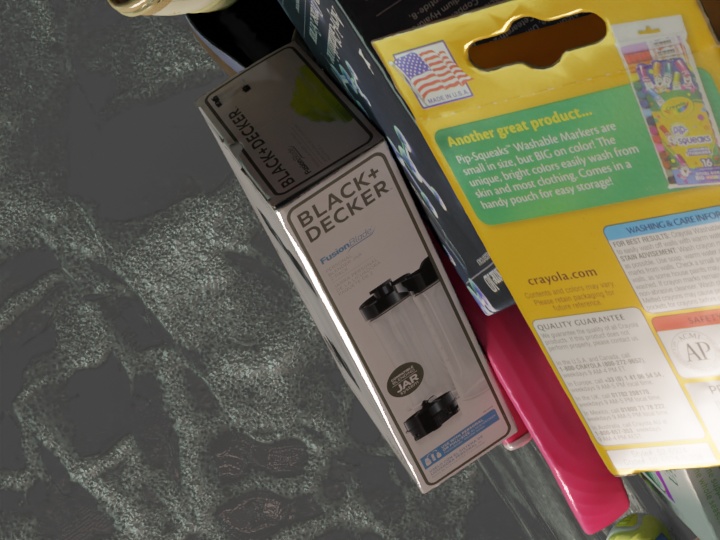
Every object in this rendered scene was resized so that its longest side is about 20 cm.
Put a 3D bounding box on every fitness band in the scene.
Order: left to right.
[{"bbox_3d":[0.076,0.049,0.907,0.201,0.037,0.144,58,177,-4],"label":"fitness band"}]

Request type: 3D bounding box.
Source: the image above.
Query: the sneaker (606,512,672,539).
[{"bbox_3d":[0.263,0.296,1.392,0.201,0.075,0.105,59,174,-19],"label":"sneaker"}]

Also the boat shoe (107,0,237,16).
[{"bbox_3d":[-0.059,-0.202,0.766,0.073,0.202,0.063,42,-146,18],"label":"boat shoe"}]

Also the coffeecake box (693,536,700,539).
[{"bbox_3d":[0.192,0.168,0.760,0.073,0.153,0.200,57,176,-5],"label":"coffeecake box"}]

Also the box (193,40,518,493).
[{"bbox_3d":[0.000,0.000,0.846,0.117,0.060,0.201,52,171,52],"label":"box"}]

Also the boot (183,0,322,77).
[{"bbox_3d":[-0.024,-0.093,0.925,0.199,0.075,0.097,39,-171,1],"label":"boot"}]

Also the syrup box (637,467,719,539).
[{"bbox_3d":[0.149,0.047,0.839,0.079,0.081,0.200,59,176,-30],"label":"syrup box"}]

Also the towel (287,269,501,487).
[{"bbox_3d":[0.057,0.011,1.065,0.201,0.164,0.086,59,180,-28],"label":"towel"}]

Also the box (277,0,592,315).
[{"bbox_3d":[0.051,-0.095,0.746,0.201,0.107,0.148,56,175,3],"label":"box"}]

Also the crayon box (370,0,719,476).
[{"bbox_3d":[0.106,-0.022,0.599,0.125,0.052,0.201,-10,122,41],"label":"crayon box"}]
